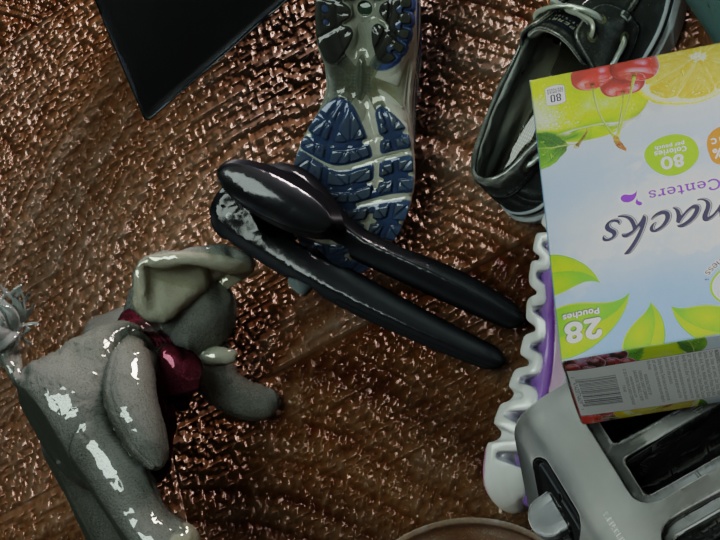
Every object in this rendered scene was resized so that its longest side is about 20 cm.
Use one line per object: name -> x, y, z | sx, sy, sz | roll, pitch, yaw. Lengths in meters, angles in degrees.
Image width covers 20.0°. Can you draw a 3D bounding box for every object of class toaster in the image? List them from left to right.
toaster -> 0.193, 0.122, 0.990 | 0.199, 0.119, 0.181 | -28, 56, -2

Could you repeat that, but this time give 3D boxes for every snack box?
snack box -> 0.189, -0.027, 0.973 | 0.198, 0.068, 0.170 | -10, 55, 12

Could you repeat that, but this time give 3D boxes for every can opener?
can opener -> 0.000, 0.000, 1.185 | 0.199, 0.079, 0.064 | 32, 104, 2

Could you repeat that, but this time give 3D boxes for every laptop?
laptop -> -0.070, -0.207, 1.292 | 0.187, 0.200, 0.116 | -38, 89, 18

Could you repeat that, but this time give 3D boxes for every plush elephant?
plush elephant -> -0.124, 0.065, 1.240 | 0.154, 0.165, 0.201 | -32, 92, -19

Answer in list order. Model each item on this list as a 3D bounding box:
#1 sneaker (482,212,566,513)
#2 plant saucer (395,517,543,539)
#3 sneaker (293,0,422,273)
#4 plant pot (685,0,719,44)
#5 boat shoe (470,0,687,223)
sneaker -> 0.133, 0.041, 1.114 | 0.088, 0.080, 0.202 | 11, 86, 28
plant saucer -> 0.061, 0.238, 1.120 | 0.199, 0.037, 0.202 | -10, 71, 30
sneaker -> 0.009, -0.097, 1.242 | 0.076, 0.085, 0.202 | 12, 103, 11
plant pot -> 0.222, -0.209, 1.067 | 0.200, 0.200, 0.197 | -33, 67, 21
boat shoe -> 0.127, -0.124, 1.166 | 0.072, 0.071, 0.201 | 22, 87, 36
